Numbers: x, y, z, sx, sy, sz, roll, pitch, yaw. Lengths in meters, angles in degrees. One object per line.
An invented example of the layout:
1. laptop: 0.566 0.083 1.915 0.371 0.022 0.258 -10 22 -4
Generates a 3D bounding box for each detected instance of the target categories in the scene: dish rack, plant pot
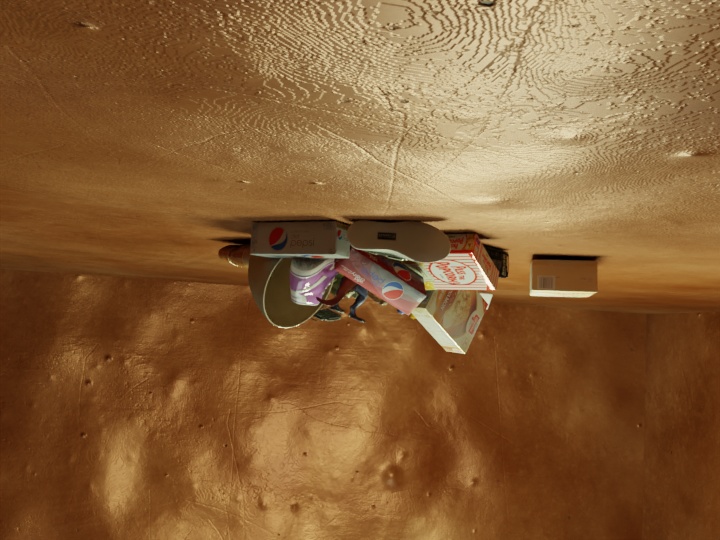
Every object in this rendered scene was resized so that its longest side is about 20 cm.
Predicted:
1. dish rack: -0.138 0.068 1.902 0.196 0.056 0.153 25 -170 17
2. plant pot: -0.170 0.002 1.668 0.133 0.205 0.198 33 -165 38

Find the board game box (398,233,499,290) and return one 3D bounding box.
1. board game box: 0.171 -0.016 1.583 0.195 0.047 0.152 0 149 32

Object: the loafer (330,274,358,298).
1. loafer: -0.064 0.035 1.922 0.196 0.072 0.074 9 180 38

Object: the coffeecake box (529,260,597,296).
1. coffeecake box: 0.492 0.021 1.863 0.149 0.075 0.200 1 175 12

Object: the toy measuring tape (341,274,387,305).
1. toy measuring tape: 0.000 0.000 1.805 0.199 0.075 0.073 38 -168 26

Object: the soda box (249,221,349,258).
1. soda box: -0.118 -0.059 1.493 0.195 0.066 0.068 2 175 27

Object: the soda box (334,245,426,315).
1. soda box: 0.040 0.006 1.552 0.197 0.064 0.071 32 -151 -21

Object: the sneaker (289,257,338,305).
1. sneaker: -0.078 0.004 1.604 0.072 0.117 0.198 30 -141 33

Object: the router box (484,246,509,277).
1. router box: 0.219 -0.018 1.742 0.196 0.064 0.148 -2 174 40

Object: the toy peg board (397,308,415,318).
1. toy peg board: 0.141 0.075 2.137 0.194 0.100 0.200 5 -156 -29

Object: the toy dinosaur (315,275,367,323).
1. toy dinosaur: 0.010 0.012 1.606 0.103 0.186 0.200 19 174 20

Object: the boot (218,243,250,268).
1. boot: -0.240 -0.028 1.886 0.152 0.079 0.198 6 -175 37

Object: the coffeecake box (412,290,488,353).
1. coffeecake box: 0.223 0.089 1.938 0.072 0.156 0.200 3 145 48

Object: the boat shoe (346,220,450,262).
1. boat shoe: 0.074 -0.056 1.415 0.194 0.073 0.064 11 176 13

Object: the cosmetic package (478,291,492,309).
1. cosmetic package: 0.242 0.042 2.093 0.195 0.053 0.151 7 -154 -25
